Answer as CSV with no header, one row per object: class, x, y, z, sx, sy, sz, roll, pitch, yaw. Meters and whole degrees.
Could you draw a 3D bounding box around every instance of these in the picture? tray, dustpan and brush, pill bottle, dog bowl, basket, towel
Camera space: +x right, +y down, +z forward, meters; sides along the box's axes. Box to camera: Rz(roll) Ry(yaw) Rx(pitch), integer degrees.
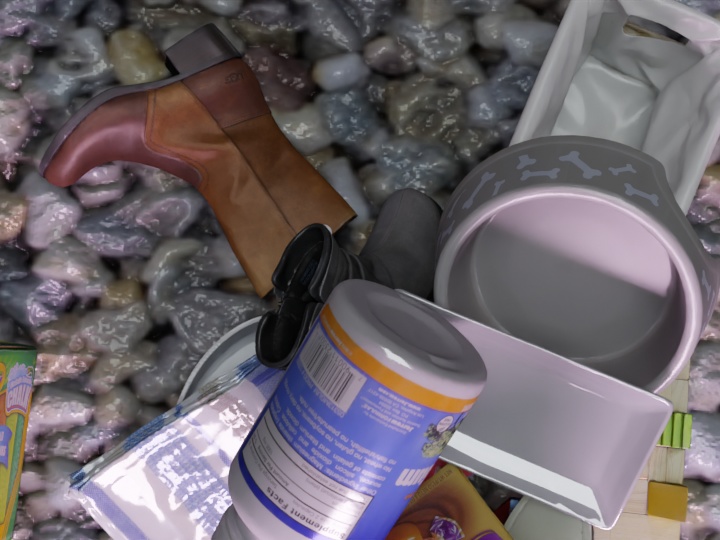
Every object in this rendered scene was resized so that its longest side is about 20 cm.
tray,0.098,0.091,0.685,0.199,0.022,0.108,22,114,7
dustpan and brush,-0.057,0.062,0.785,0.139,0.057,0.201,18,86,1
pill bottle,-0.015,0.116,0.640,0.112,0.112,0.201,31,107,2
dog bowl,0.140,0.013,0.681,0.199,0.059,0.201,9,120,16
basket,0.184,-0.098,0.770,0.135,0.123,0.201,24,85,2
towel,-0.099,0.156,0.761,0.199,0.024,0.147,-34,112,3

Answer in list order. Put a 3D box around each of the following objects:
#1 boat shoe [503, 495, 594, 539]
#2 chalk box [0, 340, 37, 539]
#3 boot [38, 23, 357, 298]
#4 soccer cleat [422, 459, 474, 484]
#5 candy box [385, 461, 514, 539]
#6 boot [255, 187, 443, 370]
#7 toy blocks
boat shoe,0.126,0.244,0.692,0.072,0.060,0.203,-5,55,36
chalk box,-0.321,0.104,0.747,0.123,0.124,0.201,7,86,0
boot,-0.131,-0.064,0.807,0.188,0.068,0.201,-36,94,-11
soccer cleat,0.041,0.160,0.766,0.200,0.077,0.067,-43,68,-5
candy box,0.071,0.233,0.646,0.116,0.057,0.200,-35,45,-6
boot,0.000,0.000,0.734,0.069,0.132,0.201,-4,58,32
toy blocks,0.176,0.129,0.775,0.136,0.100,0.201,5,83,10
